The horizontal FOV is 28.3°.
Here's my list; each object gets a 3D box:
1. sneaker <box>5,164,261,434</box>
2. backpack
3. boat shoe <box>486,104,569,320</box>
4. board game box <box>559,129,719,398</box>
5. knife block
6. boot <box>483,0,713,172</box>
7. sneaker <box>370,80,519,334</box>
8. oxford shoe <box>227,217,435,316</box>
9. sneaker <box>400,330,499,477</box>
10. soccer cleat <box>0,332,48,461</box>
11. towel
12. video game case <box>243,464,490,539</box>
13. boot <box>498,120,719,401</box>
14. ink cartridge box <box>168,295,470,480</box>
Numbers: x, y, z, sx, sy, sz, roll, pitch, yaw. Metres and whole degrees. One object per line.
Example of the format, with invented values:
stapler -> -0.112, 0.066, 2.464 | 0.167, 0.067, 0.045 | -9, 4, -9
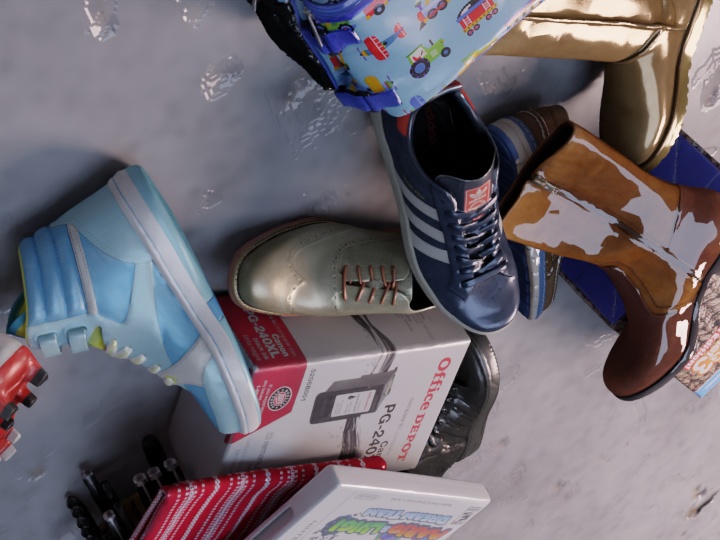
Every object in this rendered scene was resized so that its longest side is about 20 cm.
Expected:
sneaker -> -0.155, 0.043, 0.939 | 0.130, 0.080, 0.200 | -28, 109, -6
backpack -> 0.004, -0.213, 0.800 | 0.182, 0.135, 0.200 | -38, 138, -2
boat shoe -> 0.144, -0.042, 1.119 | 0.072, 0.072, 0.200 | -27, 140, -16
board game box -> 0.289, -0.001, 1.251 | 0.159, 0.097, 0.200 | -46, 140, 10
knife block -> -0.148, 0.210, 1.146 | 0.200, 0.064, 0.176 | 12, 120, -44
boot -> 0.152, -0.157, 1.016 | 0.200, 0.066, 0.176 | -1, 110, -38
sneaker -> 0.070, -0.043, 0.981 | 0.075, 0.084, 0.200 | -31, 107, -20
oxford shoe -> 0.000, 0.000, 1.032 | 0.199, 0.074, 0.071 | -7, 105, -34
sneaker -> 0.057, 0.134, 1.233 | 0.104, 0.060, 0.200 | -24, 143, -24
soccer cleat -> -0.269, 0.093, 0.944 | 0.069, 0.085, 0.200 | -49, 178, -41
towel -> -0.086, 0.197, 1.094 | 0.199, 0.023, 0.145 | -2, 139, -37
video game case -> -0.016, 0.222, 1.139 | 0.182, 0.024, 0.200 | -44, 146, 23
boot -> 0.182, 0.001, 1.078 | 0.200, 0.069, 0.188 | 19, 121, -27
ink cartridge box -> -0.031, 0.091, 1.104 | 0.199, 0.083, 0.146 | -5, 131, -34
